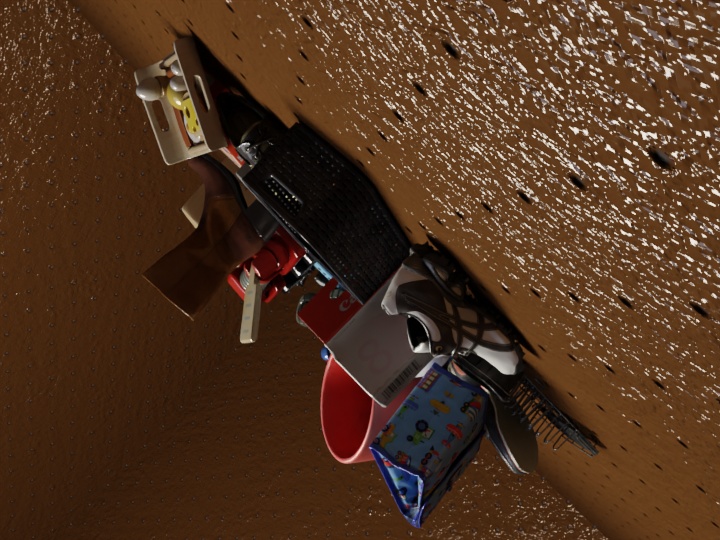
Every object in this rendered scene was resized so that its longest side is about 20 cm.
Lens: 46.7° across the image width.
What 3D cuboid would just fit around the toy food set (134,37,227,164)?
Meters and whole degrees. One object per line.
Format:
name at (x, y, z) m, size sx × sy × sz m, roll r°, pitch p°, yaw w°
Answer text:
toy food set at (-0.253, -0.223, 1.142) m, size 0.199 × 0.060 × 0.145 m, roll 4°, pitch 114°, yaw 62°

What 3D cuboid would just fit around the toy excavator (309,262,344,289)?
toy excavator at (0.000, 0.000, 1.379) m, size 0.194 × 0.100 × 0.200 m, roll 45°, pitch 168°, yaw -22°

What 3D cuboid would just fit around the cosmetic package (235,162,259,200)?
cosmetic package at (-0.079, -0.092, 1.216) m, size 0.200 × 0.090 × 0.107 m, roll 41°, pitch 176°, yaw 7°

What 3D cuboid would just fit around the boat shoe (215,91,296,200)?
boat shoe at (-0.130, -0.162, 1.078) m, size 0.200 × 0.073 × 0.065 m, roll 42°, pitch -179°, yaw 34°

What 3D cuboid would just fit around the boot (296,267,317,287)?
boot at (-0.076, -0.023, 1.551) m, size 0.070 × 0.132 × 0.200 m, roll 41°, pitch 175°, yaw 21°

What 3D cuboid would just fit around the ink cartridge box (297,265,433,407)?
ink cartridge box at (0.020, 0.047, 1.036) m, size 0.200 × 0.163 × 0.057 m, roll 42°, pitch 175°, yaw 34°

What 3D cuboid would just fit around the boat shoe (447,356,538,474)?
boat shoe at (0.190, 0.205, 1.209) m, size 0.071 × 0.063 × 0.202 m, roll -3°, pitch -121°, yaw -45°

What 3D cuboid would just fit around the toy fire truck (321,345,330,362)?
toy fire truck at (0.005, 0.108, 1.517) m, size 0.167 × 0.202 × 0.112 m, roll -15°, pitch 139°, yaw 40°

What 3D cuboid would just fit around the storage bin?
storage bin at (-0.034, -0.063, 0.978) m, size 0.135 × 0.094 × 0.200 m, roll 42°, pitch 175°, yaw 30°

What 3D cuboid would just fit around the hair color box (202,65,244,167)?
hair color box at (-0.223, -0.242, 1.303) m, size 0.111 × 0.064 × 0.200 m, roll 42°, pitch 176°, yaw 24°

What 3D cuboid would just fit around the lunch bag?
lunch bag at (0.103, 0.254, 1.146) m, size 0.093 × 0.151 × 0.201 m, roll 27°, pitch 150°, yaw 30°

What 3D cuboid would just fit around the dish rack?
dish rack at (0.224, 0.180, 1.116) m, size 0.200 × 0.055 × 0.153 m, roll 45°, pitch 178°, yaw -15°

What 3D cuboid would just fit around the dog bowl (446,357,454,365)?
dog bowl at (0.161, 0.137, 1.359) m, size 0.200 × 0.050 × 0.112 m, roll 42°, pitch 175°, yaw 47°

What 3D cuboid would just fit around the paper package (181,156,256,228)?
paper package at (-0.198, -0.107, 1.513) m, size 0.200 × 0.191 × 0.104 m, roll 40°, pitch 176°, yaw 37°

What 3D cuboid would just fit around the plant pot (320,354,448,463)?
plant pot at (0.052, 0.212, 1.354) m, size 0.175 × 0.203 × 0.200 m, roll 9°, pitch -166°, yaw -27°

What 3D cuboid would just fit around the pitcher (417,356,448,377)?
pitcher at (0.055, 0.097, 1.194) m, size 0.200 × 0.169 × 0.123 m, roll 88°, pitch 169°, yaw -83°

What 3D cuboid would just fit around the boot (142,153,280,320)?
boot at (-0.246, -0.058, 1.245) m, size 0.188 × 0.200 × 0.068 m, roll 45°, pitch 179°, yaw 4°

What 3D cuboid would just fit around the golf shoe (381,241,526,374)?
golf shoe at (0.098, 0.062, 0.902) m, size 0.200 × 0.095 × 0.078 m, roll 45°, pitch 175°, yaw -25°

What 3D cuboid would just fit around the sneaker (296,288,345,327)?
sneaker at (-0.034, 0.072, 1.415) m, size 0.079 × 0.076 × 0.199 m, roll 18°, pitch 174°, yaw -29°

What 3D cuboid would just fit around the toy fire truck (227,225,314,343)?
toy fire truck at (-0.154, 0.020, 1.310) m, size 0.129 × 0.200 × 0.176 m, roll 48°, pitch 145°, yaw 1°
